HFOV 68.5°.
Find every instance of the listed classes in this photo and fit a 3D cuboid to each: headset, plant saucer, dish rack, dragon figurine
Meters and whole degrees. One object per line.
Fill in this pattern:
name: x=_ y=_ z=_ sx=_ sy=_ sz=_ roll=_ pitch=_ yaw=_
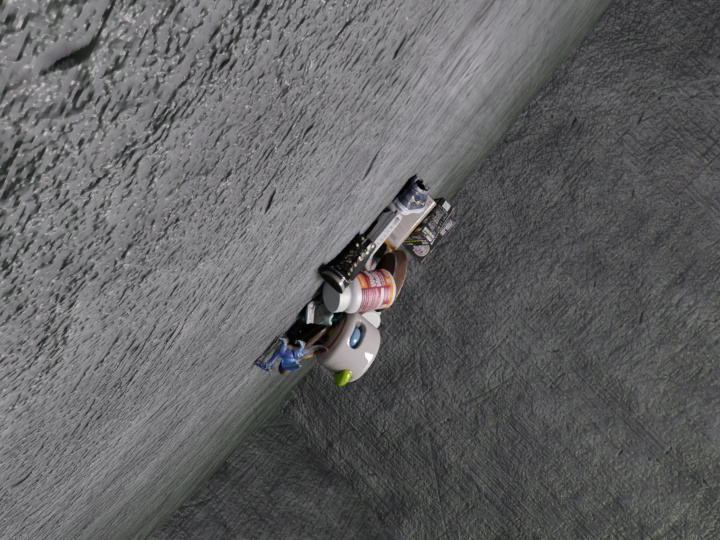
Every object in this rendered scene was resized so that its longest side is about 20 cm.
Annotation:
headset: x=-0.181 y=0.191 z=1.626 sx=0.122 sy=0.093 sz=0.205 roll=-34 pitch=151 yaw=-42
plant saucer: x=0.076 y=0.026 z=1.633 sx=0.201 sy=0.034 sz=0.205 roll=-49 pitch=-152 yaw=38
dish rack: x=0.037 y=-0.089 z=1.485 sx=0.201 sy=0.043 sz=0.171 roll=-50 pitch=174 yaw=6
dragon figurine: x=-0.187 y=0.240 z=1.448 sx=0.059 sy=0.191 sz=0.104 roll=116 pitch=-19 yaw=-84

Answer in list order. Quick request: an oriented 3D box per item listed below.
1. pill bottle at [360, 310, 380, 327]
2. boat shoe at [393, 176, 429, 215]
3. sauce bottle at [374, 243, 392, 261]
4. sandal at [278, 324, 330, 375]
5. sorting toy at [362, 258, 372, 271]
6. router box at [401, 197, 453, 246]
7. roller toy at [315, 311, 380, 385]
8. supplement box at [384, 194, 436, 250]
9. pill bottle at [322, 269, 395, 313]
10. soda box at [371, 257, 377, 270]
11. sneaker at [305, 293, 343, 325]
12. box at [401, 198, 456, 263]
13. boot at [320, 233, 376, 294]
pill bottle: x=0.012 y=0.105 z=1.778 sx=0.111 sy=0.108 sz=0.203 roll=-49 pitch=-149 yaw=24
boat shoe: x=0.165 y=-0.214 z=1.485 sx=0.091 sy=0.071 sz=0.199 roll=-46 pitch=174 yaw=27
sauce bottle: x=0.091 y=-0.036 z=1.805 sx=0.065 sy=0.064 sz=0.201 roll=-46 pitch=151 yaw=-7
sandal: x=-0.154 y=0.228 z=1.521 sx=0.201 sy=0.055 sz=0.081 roll=-49 pitch=-158 yaw=-7
sorting toy: x=0.000 y=0.000 z=1.654 sx=0.200 sy=0.104 sz=0.185 roll=111 pitch=3 yaw=-75
router box: x=0.212 y=-0.163 z=1.811 sx=0.152 sy=0.062 sz=0.198 roll=-57 pitch=-161 yaw=-14
roller toy: x=-0.042 y=0.212 z=1.548 sx=0.184 sy=0.138 sz=0.201 roll=-49 pitch=-162 yaw=9
supplement box: x=0.151 y=-0.166 z=1.688 sx=0.201 sy=0.073 sz=0.126 roll=-48 pitch=175 yaw=10
pill bottle: x=-0.003 y=0.059 z=1.492 sx=0.194 sy=0.112 sz=0.110 roll=-5 pitch=148 yaw=-37
soda box: x=0.050 y=-0.004 z=1.915 sx=0.203 sy=0.063 sz=0.068 roll=-55 pitch=164 yaw=7
sneaker: x=-0.085 y=0.114 z=1.539 sx=0.200 sy=0.088 sz=0.081 roll=-41 pitch=141 yaw=-63
box: x=0.232 y=-0.156 z=1.947 sx=0.201 sy=0.160 sz=0.044 roll=-46 pitch=174 yaw=-1
boot: x=-0.026 y=-0.023 z=1.306 sx=0.155 sy=0.073 sz=0.204 roll=-51 pitch=178 yaw=-4
